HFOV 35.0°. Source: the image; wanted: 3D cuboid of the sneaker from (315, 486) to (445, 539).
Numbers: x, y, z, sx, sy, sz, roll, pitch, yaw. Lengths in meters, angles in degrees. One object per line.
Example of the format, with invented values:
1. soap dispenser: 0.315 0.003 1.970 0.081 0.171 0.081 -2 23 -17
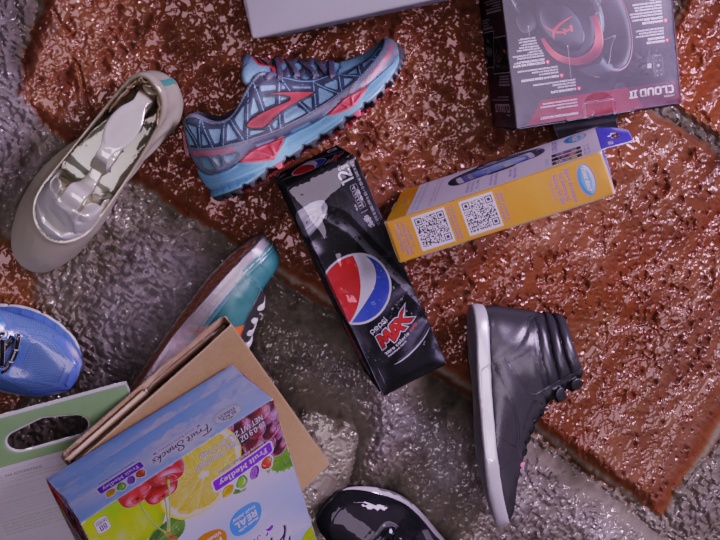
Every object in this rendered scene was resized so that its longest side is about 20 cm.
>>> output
1. sneaker: 0.053 0.263 1.009 0.200 0.088 0.076 35 92 -12

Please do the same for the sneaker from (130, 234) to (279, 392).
1. sneaker: -0.119 0.064 0.964 0.080 0.071 0.200 35 100 -13

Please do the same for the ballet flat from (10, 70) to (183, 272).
1. ballet flat: -0.218 -0.080 0.926 0.069 0.069 0.200 36 92 -12

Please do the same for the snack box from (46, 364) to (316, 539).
1. snack box: -0.128 0.201 0.895 0.169 0.068 0.200 -32 131 -23

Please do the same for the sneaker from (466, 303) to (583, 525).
1. sneaker: 0.150 0.126 1.012 0.099 0.071 0.200 -4 95 -4

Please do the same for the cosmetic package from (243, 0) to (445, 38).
1. cosmetic package: 0.005 -0.254 0.894 0.200 0.081 0.113 -6 101 16

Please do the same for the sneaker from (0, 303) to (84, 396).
1. sneaker: -0.322 0.058 0.918 0.200 0.089 0.079 19 96 -12

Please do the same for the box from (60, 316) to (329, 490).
1. box: -0.125 0.155 0.935 0.163 0.021 0.200 -42 132 -14

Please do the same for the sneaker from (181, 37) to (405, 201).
1. sneaker: -0.057 -0.144 0.935 0.200 0.079 0.096 -34 100 -3

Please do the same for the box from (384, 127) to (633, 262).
1. box: 0.124 -0.066 0.926 0.200 0.119 0.042 -16 103 14

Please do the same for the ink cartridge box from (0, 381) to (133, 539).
1. ink cartridge box: -0.234 0.175 0.937 0.145 0.048 0.200 -15 121 -6

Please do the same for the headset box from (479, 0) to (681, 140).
1. headset box: 0.182 -0.208 0.965 0.148 0.075 0.200 -10 100 -7

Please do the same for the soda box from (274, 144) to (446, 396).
1. soda box: 0.000 0.000 0.960 0.063 0.071 0.200 -27 108 -6
